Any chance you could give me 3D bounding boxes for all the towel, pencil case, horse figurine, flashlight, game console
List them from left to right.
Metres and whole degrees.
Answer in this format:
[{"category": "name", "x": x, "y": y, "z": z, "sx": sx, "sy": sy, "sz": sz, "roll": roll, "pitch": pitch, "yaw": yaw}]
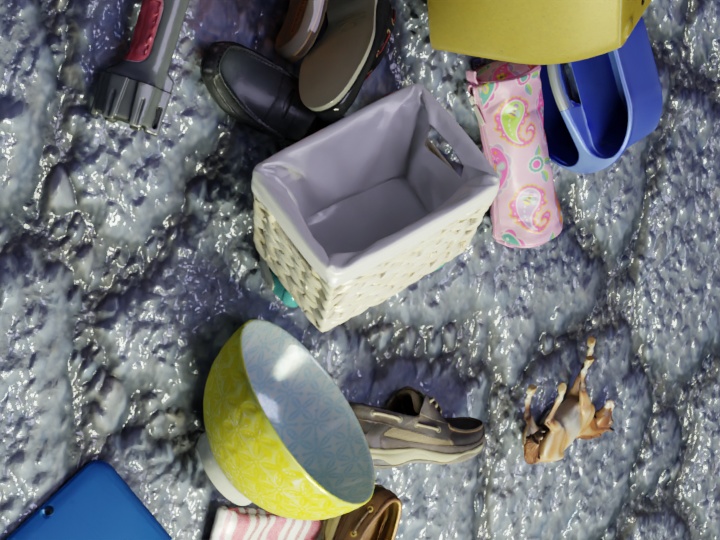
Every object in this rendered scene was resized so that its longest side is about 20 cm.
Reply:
[{"category": "game console", "x": -0.256, "y": 0.305, "z": 1.516, "sx": 0.200, "sy": 0.118, "sz": 0.172, "roll": -43, "pitch": 155, "yaw": -31}, {"category": "flashlight", "x": -0.184, "y": -0.225, "z": 1.470, "sx": 0.068, "sy": 0.067, "sz": 0.202, "roll": 20, "pitch": 87, "yaw": -49}, {"category": "towel", "x": -0.083, "y": 0.312, "z": 1.675, "sx": 0.199, "sy": 0.030, "sz": 0.148, "roll": 14, "pitch": 87, "yaw": -47}, {"category": "pencil case", "x": 0.164, "y": -0.127, "z": 1.810, "sx": 0.087, "sy": 0.087, "sz": 0.202, "roll": -28, "pitch": 115, "yaw": -38}, {"category": "horse figurine", "x": 0.232, "y": 0.167, "z": 1.941, "sx": 0.199, "sy": 0.050, "sz": 0.134, "roll": -35, "pitch": 137, "yaw": -45}]

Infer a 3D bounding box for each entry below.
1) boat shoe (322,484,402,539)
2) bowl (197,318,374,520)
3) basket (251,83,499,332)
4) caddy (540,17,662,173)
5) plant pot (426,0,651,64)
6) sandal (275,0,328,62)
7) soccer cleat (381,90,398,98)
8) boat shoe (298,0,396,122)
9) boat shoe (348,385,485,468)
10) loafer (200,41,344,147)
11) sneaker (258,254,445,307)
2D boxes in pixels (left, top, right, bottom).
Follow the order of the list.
[{"category": "boat shoe", "x": -0.010, "y": 0.309, "z": 1.685, "sx": 0.072, "sy": 0.067, "sz": 0.202, "roll": 26, "pitch": 76, "yaw": -44}, {"category": "bowl", "x": -0.087, "y": 0.158, "z": 1.578, "sx": 0.107, "sy": 0.201, "sz": 0.200, "roll": -35, "pitch": 133, "yaw": 17}, {"category": "basket", "x": 0.007, "y": -0.055, "z": 1.554, "sx": 0.199, "sy": 0.136, "sz": 0.124, "roll": -28, "pitch": 158, "yaw": -25}, {"category": "caddy", "x": 0.236, "y": -0.207, "z": 1.817, "sx": 0.104, "sy": 0.140, "sz": 0.202, "roll": -22, "pitch": 98, "yaw": -46}, {"category": "plant pot", "x": 0.193, "y": -0.321, "z": 1.670, "sx": 0.196, "sy": 0.198, "sz": 0.195, "roll": -54, "pitch": 153, "yaw": -31}, {"category": "sandal", "x": -0.049, "y": -0.297, "z": 1.589, "sx": 0.053, "sy": 0.080, "sz": 0.202, "roll": 20, "pitch": 88, "yaw": -20}, {"category": "soccer cleat", "x": 0.038, "y": -0.082, "z": 1.712, "sx": 0.077, "sy": 0.066, "sz": 0.202, "roll": -65, "pitch": 156, "yaw": -66}, {"category": "boat shoe", "x": -0.007, "y": -0.206, "z": 1.596, "sx": 0.063, "sy": 0.073, "sz": 0.203, "roll": 60, "pitch": 30, "yaw": -36}, {"category": "boat shoe", "x": 0.059, "y": 0.161, "z": 1.763, "sx": 0.199, "sy": 0.074, "sz": 0.074, "roll": -1, "pitch": 98, "yaw": -45}, {"category": "loafer", "x": -0.068, "y": -0.153, "z": 1.586, "sx": 0.200, "sy": 0.070, "sz": 0.069, "roll": 35, "pitch": 72, "yaw": -42}, {"category": "sneaker", "x": 0.000, "y": 0.000, "z": 1.638, "sx": 0.198, "sy": 0.080, "sz": 0.078, "roll": -9, "pitch": 134, "yaw": -22}]
